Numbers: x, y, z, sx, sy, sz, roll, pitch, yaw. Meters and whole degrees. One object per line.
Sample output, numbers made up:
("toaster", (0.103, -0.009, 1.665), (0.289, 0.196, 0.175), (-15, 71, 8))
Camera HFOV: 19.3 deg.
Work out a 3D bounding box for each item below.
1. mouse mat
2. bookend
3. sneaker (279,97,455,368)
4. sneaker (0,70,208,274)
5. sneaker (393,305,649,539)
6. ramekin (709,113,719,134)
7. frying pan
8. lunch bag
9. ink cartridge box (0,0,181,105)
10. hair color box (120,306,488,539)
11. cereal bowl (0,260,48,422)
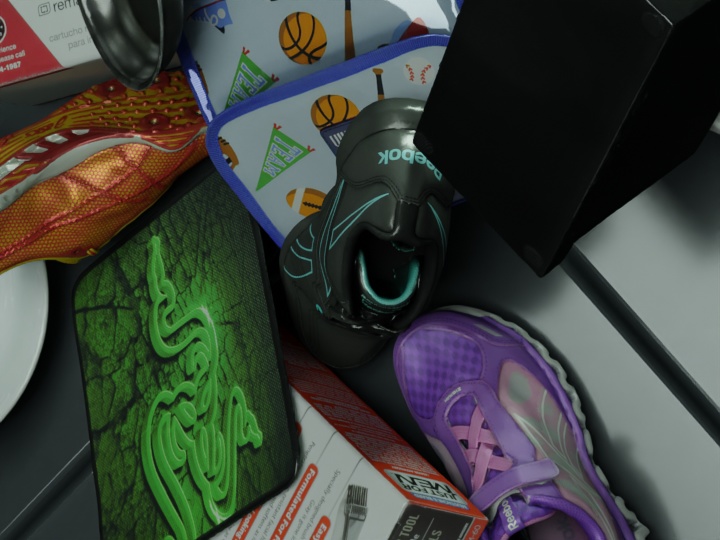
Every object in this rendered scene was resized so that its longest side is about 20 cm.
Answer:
("mouse mat", (-0.098, 0.054, 1.131), (0.161, 0.008, 0.200), (-36, 54, 35))
("bookend", (0.141, -0.125, 0.923), (0.200, 0.199, 0.092), (-35, 73, -25))
("sneaker", (0.000, 0.000, 1.058), (0.075, 0.200, 0.079), (8, 55, -6))
("sneaker", (-0.147, -0.050, 1.164), (0.200, 0.077, 0.073), (-23, 40, -5))
("sneaker", (0.079, 0.104, 1.073), (0.080, 0.088, 0.200), (-38, 76, 21))
("ramekin", (0.218, -0.155, 1.004), (0.202, 0.094, 0.203), (0, 91, 24))
("frying pan", (-0.137, -0.159, 1.089), (0.190, 0.031, 0.115), (33, 135, 55))
("lunch bag", (-0.001, -0.121, 1.086), (0.170, 0.124, 0.201), (-19, 93, 28))
("ink cartridge box", (-0.163, -0.206, 1.173), (0.144, 0.084, 0.201), (-12, 85, 24))
("hair color box", (-0.034, 0.116, 1.093), (0.200, 0.064, 0.111), (42, 108, 47))
("cereal bowl", (-0.280, 0.014, 1.192), (0.083, 0.200, 0.201), (20, 102, 63))
